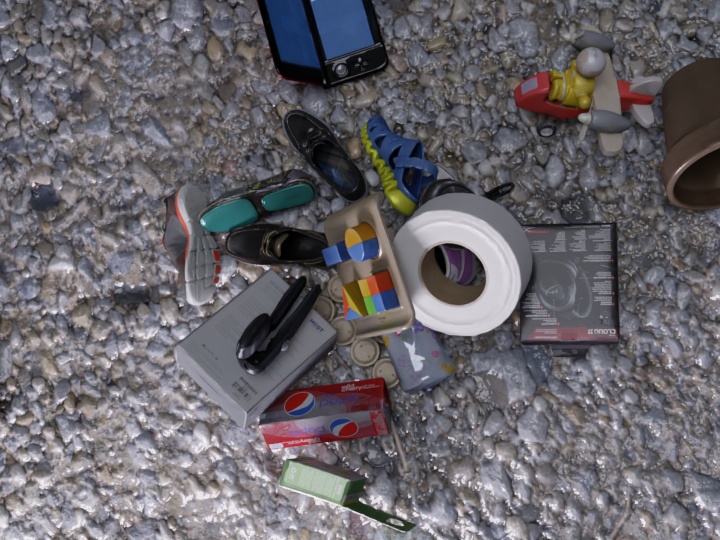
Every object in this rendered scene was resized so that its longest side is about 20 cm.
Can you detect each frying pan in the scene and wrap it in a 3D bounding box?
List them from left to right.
[{"bbox_3d":[0.175,-0.088,1.546,0.190,0.031,0.115,-1,74,-27],"label":"frying pan"}]

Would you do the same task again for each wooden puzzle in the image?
[{"bbox_3d":[0.000,0.000,1.502,0.046,0.185,0.200,-14,88,-26],"label":"wooden puzzle"}]

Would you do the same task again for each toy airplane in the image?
[{"bbox_3d":[0.362,-0.281,1.540,0.199,0.141,0.200,-42,60,-18],"label":"toy airplane"}]

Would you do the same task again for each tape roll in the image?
[{"bbox_3d":[0.144,-0.007,1.465,0.202,0.071,0.203,10,119,19],"label":"tape roll"}]

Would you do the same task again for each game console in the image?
[{"bbox_3d":[-0.065,-0.413,1.654,0.172,0.119,0.200,-17,79,8],"label":"game console"}]

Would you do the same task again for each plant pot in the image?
[{"bbox_3d":[0.524,-0.212,1.494,0.200,0.200,0.175,-17,61,8],"label":"plant pot"}]

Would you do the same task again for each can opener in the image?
[{"bbox_3d":[-0.119,0.081,1.523,0.063,0.079,0.200,40,49,4],"label":"can opener"}]

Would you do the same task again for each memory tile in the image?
[{"bbox_3d":[0.025,0.077,1.616,0.200,0.017,0.153,43,91,14],"label":"memory tile"}]

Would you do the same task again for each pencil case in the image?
[{"bbox_3d":[0.074,0.088,1.555,0.091,0.083,0.200,-22,78,-2],"label":"pencil case"}]

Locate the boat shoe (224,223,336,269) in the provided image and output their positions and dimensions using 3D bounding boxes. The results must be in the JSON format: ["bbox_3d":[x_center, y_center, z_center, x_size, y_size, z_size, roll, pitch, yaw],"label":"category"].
[{"bbox_3d":[-0.128,-0.044,1.633,0.200,0.073,0.075,2,82,11],"label":"boat shoe"}]

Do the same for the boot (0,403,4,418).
[{"bbox_3d":[-0.710,0.200,1.710,0.203,0.073,0.154,-15,76,4],"label":"boot"}]

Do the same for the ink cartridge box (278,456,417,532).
[{"bbox_3d":[-0.010,0.333,1.518,0.200,0.146,0.048,16,84,12],"label":"ink cartridge box"}]

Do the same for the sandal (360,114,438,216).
[{"bbox_3d":[0.065,-0.177,1.589,0.087,0.079,0.200,-37,53,17],"label":"sandal"}]

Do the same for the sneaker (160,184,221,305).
[{"bbox_3d":[-0.288,-0.037,1.677,0.082,0.077,0.200,-14,77,35],"label":"sneaker"}]

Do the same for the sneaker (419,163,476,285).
[{"bbox_3d":[0.121,-0.076,1.565,0.073,0.114,0.201,-23,76,29],"label":"sneaker"}]

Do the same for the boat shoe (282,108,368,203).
[{"bbox_3d":[-0.062,-0.192,1.646,0.070,0.066,0.200,-37,77,3],"label":"boat shoe"}]

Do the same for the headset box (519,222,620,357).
[{"bbox_3d":[0.316,0.032,1.537,0.148,0.077,0.200,-2,82,11],"label":"headset box"}]

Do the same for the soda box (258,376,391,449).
[{"bbox_3d":[-0.054,0.223,1.572,0.200,0.063,0.070,-8,40,9],"label":"soda box"}]

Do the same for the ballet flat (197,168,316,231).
[{"bbox_3d":[-0.171,-0.118,1.662,0.200,0.072,0.072,-17,79,4],"label":"ballet flat"}]

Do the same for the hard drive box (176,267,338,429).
[{"bbox_3d":[-0.160,0.119,1.571,0.156,0.077,0.200,43,64,14],"label":"hard drive box"}]
